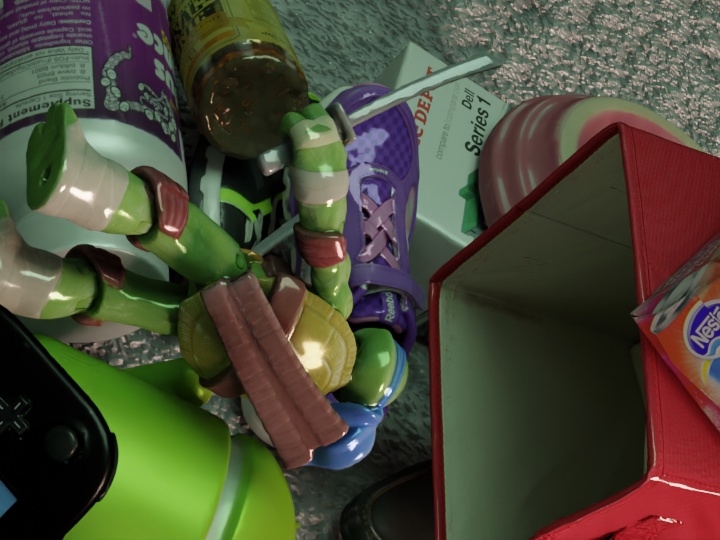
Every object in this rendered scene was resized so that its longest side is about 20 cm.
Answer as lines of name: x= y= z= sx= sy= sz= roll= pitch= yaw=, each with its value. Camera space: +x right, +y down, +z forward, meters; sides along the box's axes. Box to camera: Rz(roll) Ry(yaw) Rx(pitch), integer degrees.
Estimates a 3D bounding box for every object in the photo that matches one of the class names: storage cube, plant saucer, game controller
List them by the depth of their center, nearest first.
game controller: x=-0.189 y=0.105 z=0.647 sx=0.104 sy=0.200 sz=0.042 roll=45 pitch=1 yaw=2
storage cube: x=0.152 y=0.063 z=0.794 sx=0.179 sy=0.171 sz=0.201 roll=16 pitch=56 yaw=-24
plant saucer: x=0.163 y=-0.029 z=0.983 sx=0.200 sy=0.051 sz=0.201 roll=21 pitch=46 yaw=-24

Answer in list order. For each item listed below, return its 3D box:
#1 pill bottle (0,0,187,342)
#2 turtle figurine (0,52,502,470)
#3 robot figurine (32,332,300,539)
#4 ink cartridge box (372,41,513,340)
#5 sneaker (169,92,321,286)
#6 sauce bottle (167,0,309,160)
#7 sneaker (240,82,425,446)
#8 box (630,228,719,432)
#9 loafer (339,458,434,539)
pill bottle: x=-0.147 y=-0.068 z=0.858 sx=0.112 sy=0.112 sz=0.201 roll=12 pitch=50 yaw=-30
turtle figurine: x=-0.065 y=-0.020 z=0.738 sx=0.193 sy=0.144 sz=0.201 roll=19 pitch=76 yaw=-29
robot figurine: x=-0.116 y=0.104 z=0.736 sx=0.199 sy=0.116 sz=0.176 roll=27 pitch=43 yaw=-17
ink cartridge box: x=0.076 y=-0.025 z=1.013 sx=0.199 sy=0.084 sz=0.147 roll=31 pitch=43 yaw=-14
sneaker: x=-0.053 y=-0.050 z=0.926 sx=0.082 sy=0.072 sz=0.201 roll=15 pitch=42 yaw=-5
sauce bottle: x=-0.076 y=-0.130 z=0.925 sx=0.066 sy=0.066 sz=0.200 roll=19 pitch=21 yaw=-24
sneaker: x=0.000 y=0.000 z=0.866 sx=0.080 sy=0.088 sz=0.201 roll=14 pitch=84 yaw=-24
box: x=0.218 y=-0.007 z=0.701 sx=0.100 sy=0.095 sz=0.200 roll=52 pitch=49 yaw=2
loafer: x=0.078 y=0.122 z=0.902 sx=0.199 sy=0.072 sz=0.073 roll=-7 pitch=62 yaw=-40
